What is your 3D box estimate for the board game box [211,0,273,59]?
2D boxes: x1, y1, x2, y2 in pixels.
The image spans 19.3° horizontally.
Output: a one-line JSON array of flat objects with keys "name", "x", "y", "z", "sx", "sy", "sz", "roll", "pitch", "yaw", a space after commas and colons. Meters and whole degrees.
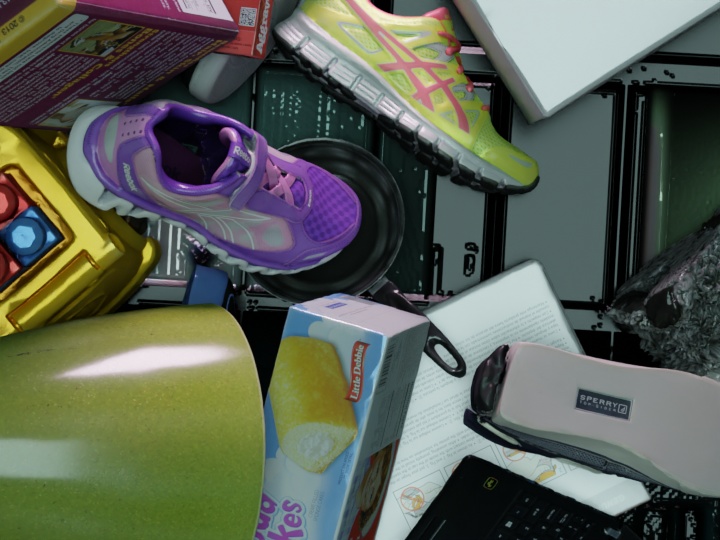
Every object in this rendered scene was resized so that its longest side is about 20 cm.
[{"name": "board game box", "x": -0.145, "y": -0.199, "z": 1.375, "sx": 0.200, "sy": 0.019, "sz": 0.103, "roll": 10, "pitch": 91, "yaw": 26}]

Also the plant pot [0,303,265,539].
[{"name": "plant pot", "x": -0.185, "y": 0.107, "z": 1.265, "sx": 0.200, "sy": 0.187, "sz": 0.187, "roll": 4, "pitch": 90, "yaw": -26}]

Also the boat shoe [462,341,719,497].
[{"name": "boat shoe", "x": 0.160, "y": 0.095, "z": 1.340, "sx": 0.200, "sy": 0.093, "sz": 0.075, "roll": 20, "pitch": 77, "yaw": -9}]

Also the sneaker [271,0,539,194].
[{"name": "sneaker", "x": 0.044, "y": -0.126, "z": 1.388, "sx": 0.200, "sy": 0.078, "sz": 0.090, "roll": 37, "pitch": 84, "yaw": -1}]

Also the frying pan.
[{"name": "frying pan", "x": 0.006, "y": -0.016, "z": 1.394, "sx": 0.190, "sy": 0.031, "sz": 0.115, "roll": 24, "pitch": 81, "yaw": 10}]

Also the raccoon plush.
[{"name": "raccoon plush", "x": 0.260, "y": 0.031, "z": 1.381, "sx": 0.200, "sy": 0.097, "sz": 0.134, "roll": -39, "pitch": 98, "yaw": 0}]

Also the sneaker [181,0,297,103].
[{"name": "sneaker", "x": -0.089, "y": -0.219, "z": 1.398, "sx": 0.112, "sy": 0.073, "sz": 0.200, "roll": 31, "pitch": 94, "yaw": 14}]

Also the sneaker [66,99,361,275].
[{"name": "sneaker", "x": -0.078, "y": -0.056, "z": 1.318, "sx": 0.200, "sy": 0.088, "sz": 0.081, "roll": 18, "pitch": 66, "yaw": -29}]

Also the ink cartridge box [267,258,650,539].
[{"name": "ink cartridge box", "x": 0.065, "y": 0.112, "z": 1.403, "sx": 0.200, "sy": 0.045, "sz": 0.176, "roll": -26, "pitch": 89, "yaw": 1}]

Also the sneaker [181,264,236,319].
[{"name": "sneaker", "x": -0.088, "y": 0.098, "z": 1.398, "sx": 0.078, "sy": 0.070, "sz": 0.200, "roll": 5, "pitch": 94, "yaw": -8}]

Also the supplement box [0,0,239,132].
[{"name": "supplement box", "x": -0.188, "y": -0.159, "z": 1.272, "sx": 0.131, "sy": 0.200, "sz": 0.103, "roll": -32, "pitch": 76, "yaw": 23}]

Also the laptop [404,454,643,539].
[{"name": "laptop", "x": 0.111, "y": 0.242, "z": 1.348, "sx": 0.200, "sy": 0.103, "sz": 0.177, "roll": 26, "pitch": 108, "yaw": -27}]

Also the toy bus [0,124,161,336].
[{"name": "toy bus", "x": -0.238, "y": -0.044, "z": 1.334, "sx": 0.136, "sy": 0.192, "sz": 0.200, "roll": -40, "pitch": 88, "yaw": 2}]

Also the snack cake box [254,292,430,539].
[{"name": "snack cake box", "x": -0.022, "y": 0.120, "z": 1.322, "sx": 0.067, "sy": 0.115, "sz": 0.200, "roll": 16, "pitch": 97, "yaw": 12}]

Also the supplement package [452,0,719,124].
[{"name": "supplement package", "x": 0.166, "y": -0.197, "z": 1.362, "sx": 0.200, "sy": 0.120, "sz": 0.121, "roll": -32, "pitch": 91, "yaw": 1}]
